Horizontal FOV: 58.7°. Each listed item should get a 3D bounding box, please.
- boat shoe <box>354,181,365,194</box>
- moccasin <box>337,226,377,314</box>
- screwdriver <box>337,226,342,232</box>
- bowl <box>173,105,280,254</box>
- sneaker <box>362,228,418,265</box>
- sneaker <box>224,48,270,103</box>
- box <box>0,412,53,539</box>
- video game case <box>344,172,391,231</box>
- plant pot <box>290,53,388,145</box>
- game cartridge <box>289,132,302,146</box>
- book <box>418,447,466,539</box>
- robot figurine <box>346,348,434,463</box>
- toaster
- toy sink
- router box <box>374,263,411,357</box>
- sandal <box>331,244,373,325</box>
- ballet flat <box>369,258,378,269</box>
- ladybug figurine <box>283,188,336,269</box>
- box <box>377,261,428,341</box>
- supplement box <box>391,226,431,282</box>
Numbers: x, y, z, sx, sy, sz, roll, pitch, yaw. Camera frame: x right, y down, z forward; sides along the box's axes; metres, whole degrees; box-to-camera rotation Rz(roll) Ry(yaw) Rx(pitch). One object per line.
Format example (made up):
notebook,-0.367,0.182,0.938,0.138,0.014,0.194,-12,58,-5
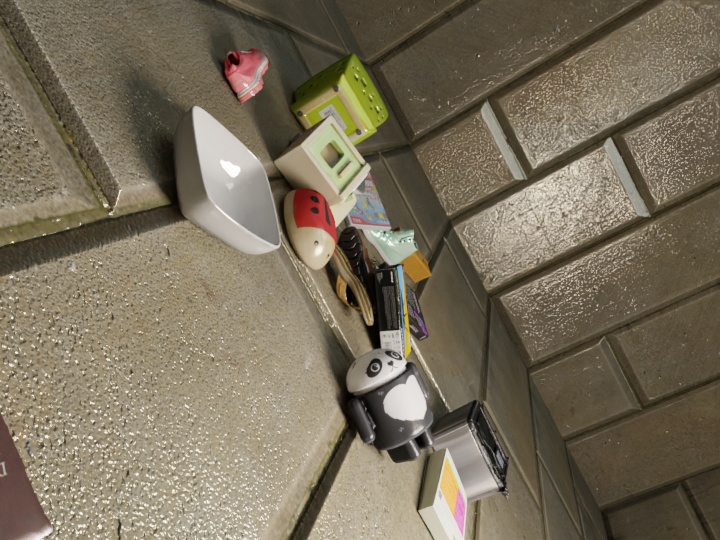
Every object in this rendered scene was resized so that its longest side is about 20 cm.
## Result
boat shoe,-0.062,-0.235,1.536,0.201,0.064,0.076,27,58,-54
moccasin,0.001,-0.001,1.437,0.204,0.073,0.078,68,15,14
screwdriver,-0.096,-0.156,1.466,0.029,0.028,0.200,37,-11,50
bowl,-0.213,-0.124,0.983,0.199,0.074,0.202,38,29,-54
sneaker,0.081,-0.111,1.765,0.201,0.117,0.074,50,22,-32
sneaker,-0.246,-0.441,1.364,0.087,0.073,0.202,49,22,-34
box,-0.288,0.087,0.282,0.202,0.164,0.164,64,16,2
video game case,-0.005,-0.197,1.703,0.141,0.017,0.202,2,59,-40
plant pot,-0.060,-0.421,1.694,0.201,0.197,0.182,56,24,-22
game cartridge,-0.104,-0.221,1.527,0.201,0.038,0.130,55,14,-24
book,0.174,0.473,1.292,0.135,0.048,0.200,63,18,-8
robot figurine,0.055,0.239,1.147,0.202,0.123,0.150,64,9,2
toaster,0.260,0.425,1.490,0.183,0.118,0.200,63,16,3
toy sink,-0.064,-0.207,1.384,0.201,0.111,0.131,53,49,-18
router box,0.074,0.091,1.427,0.149,0.050,0.204,-21,106,-78
sandal,-0.029,0.031,1.340,0.202,0.054,0.080,60,7,13
ballet flat,0.054,0.058,1.524,0.202,0.063,0.076,59,16,-16
ladybug figurine,-0.096,-0.094,1.290,0.136,0.071,0.202,45,24,-45
box,0.114,0.085,1.711,0.200,0.036,0.144,43,26,-46
supplement box,0.143,-0.044,1.941,0.200,0.068,0.067,44,26,-44
